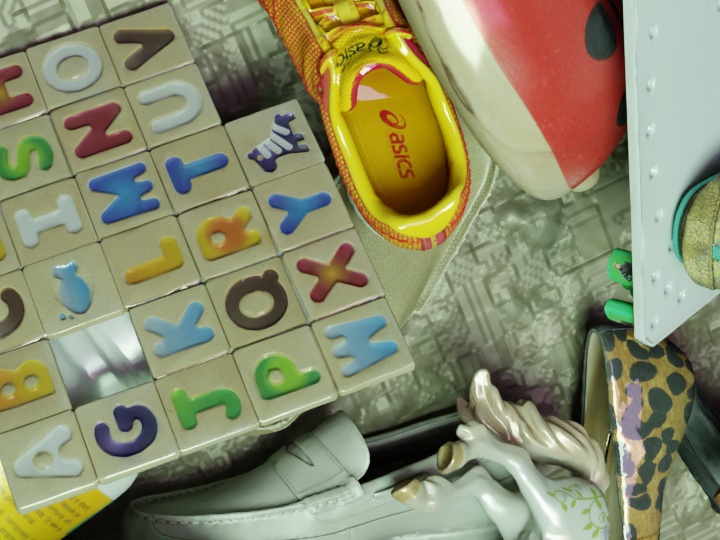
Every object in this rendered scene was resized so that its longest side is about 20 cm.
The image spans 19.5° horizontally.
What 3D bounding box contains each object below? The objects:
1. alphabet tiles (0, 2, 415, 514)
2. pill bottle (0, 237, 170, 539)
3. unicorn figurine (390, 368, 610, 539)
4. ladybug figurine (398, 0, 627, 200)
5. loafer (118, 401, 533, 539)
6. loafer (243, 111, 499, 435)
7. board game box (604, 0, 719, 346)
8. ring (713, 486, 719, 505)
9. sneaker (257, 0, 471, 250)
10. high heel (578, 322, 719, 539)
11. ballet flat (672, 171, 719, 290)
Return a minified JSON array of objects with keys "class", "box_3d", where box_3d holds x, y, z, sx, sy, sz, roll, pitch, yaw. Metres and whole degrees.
[{"class":"alphabet tiles","box_3d":[-0.091,-0.017,0.861,0.167,0.200,0.008,-20,155,-9]},{"class":"pill bottle","box_3d":[-0.165,0.073,0.892,0.200,0.113,0.113,-37,114,-2]},{"class":"unicorn figurine","box_3d":[0.069,0.157,0.938,0.137,0.074,0.200,25,85,-30]},{"class":"ladybug figurine","box_3d":[0.064,-0.119,0.877,0.072,0.136,0.200,-21,121,17]},{"class":"loafer","box_3d":[-0.015,0.099,0.971,0.200,0.070,0.070,-7,105,-22]},{"class":"loafer","box_3d":[0.000,0.000,0.938,0.076,0.067,0.200,34,96,-23]},{"class":"board game box","box_3d":[0.165,-0.097,0.907,0.200,0.026,0.200,-34,130,-40]},{"class":"ring","box_3d":[0.226,0.029,0.955,0.019,0.200,0.201,36,96,9]},{"class":"sneaker","box_3d":[-0.001,-0.106,0.875,0.073,0.077,0.200,-26,87,-5]},{"class":"high heel","box_3d":[0.099,0.126,1.003,0.200,0.071,0.143,-48,120,-14]},{"class":"ballet flat","box_3d":[0.213,-0.040,0.917,0.200,0.071,0.071,-31,119,-42]}]
